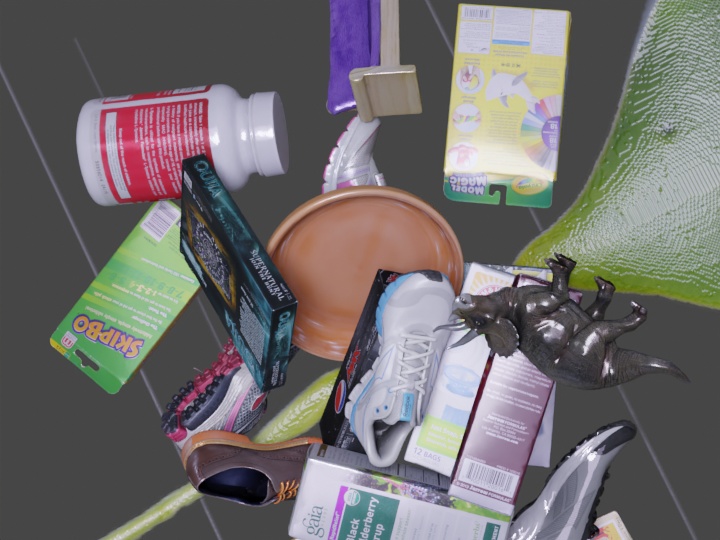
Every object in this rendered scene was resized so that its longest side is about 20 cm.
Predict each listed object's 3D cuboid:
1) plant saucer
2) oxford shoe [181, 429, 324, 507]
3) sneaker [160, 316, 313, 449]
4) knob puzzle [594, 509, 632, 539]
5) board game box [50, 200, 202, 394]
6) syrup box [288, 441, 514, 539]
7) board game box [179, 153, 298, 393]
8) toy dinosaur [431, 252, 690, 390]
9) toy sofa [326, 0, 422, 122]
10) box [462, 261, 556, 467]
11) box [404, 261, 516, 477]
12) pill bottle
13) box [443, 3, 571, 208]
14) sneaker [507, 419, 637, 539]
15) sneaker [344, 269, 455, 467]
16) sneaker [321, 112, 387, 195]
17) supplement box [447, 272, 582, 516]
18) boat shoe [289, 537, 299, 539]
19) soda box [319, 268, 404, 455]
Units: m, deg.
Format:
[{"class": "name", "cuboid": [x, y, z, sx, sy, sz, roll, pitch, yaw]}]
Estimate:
[{"class": "plant saucer", "cuboid": [0.000, 0.000, 1.279, 0.200, 0.037, 0.200, -4, 123, -6]}, {"class": "oxford shoe", "cuboid": [-0.078, 0.212, 1.313, 0.200, 0.073, 0.071, 6, 115, -17]}, {"class": "sneaker", "cuboid": [-0.114, 0.110, 1.352, 0.200, 0.081, 0.075, -45, 118, -3]}, {"class": "knob puzzle", "cuboid": [0.212, 0.365, 1.321, 0.219, 0.030, 0.220, 0, 89, 7]}, {"class": "board game box", "cuboid": [-0.233, 0.026, 1.387, 0.096, 0.030, 0.200, 39, 90, 7]}, {"class": "syrup box", "cuboid": [0.038, 0.230, 1.246, 0.200, 0.081, 0.079, 14, 95, 1]}, {"class": "board game box", "cuboid": [-0.122, 0.003, 1.264, 0.028, 0.135, 0.200, -19, 57, -23]}, {"class": "toy dinosaur", "cuboid": [0.170, 0.051, 1.075, 0.200, 0.077, 0.102, 28, 103, -2]}, {"class": "toy sofa", "cuboid": [0.009, -0.254, 1.305, 0.098, 0.083, 0.200, -3, 67, 5]}, {"class": "box", "cuboid": [0.132, 0.093, 1.334, 0.136, 0.038, 0.200, 5, 89, 7]}, {"class": "box", "cuboid": [0.127, 0.101, 1.264, 0.112, 0.101, 0.200, 20, 91, 6]}, {"class": "pill bottle", "cuboid": [-0.178, -0.130, 1.341, 0.200, 0.112, 0.112, -5, 88, 7]}, {"class": "box", "cuboid": [0.148, -0.165, 1.336, 0.117, 0.048, 0.200, 6, 87, 7]}, {"class": "sneaker", "cuboid": [0.212, 0.232, 1.300, 0.079, 0.074, 0.200, 38, 96, 15]}, {"class": "sneaker", "cuboid": [0.044, 0.094, 1.189, 0.075, 0.087, 0.200, 8, 120, -13]}, {"class": "sneaker", "cuboid": [0.004, -0.061, 1.339, 0.088, 0.081, 0.200, 10, 96, 3]}, {"class": "supplement box", "cuboid": [0.135, 0.105, 1.157, 0.061, 0.109, 0.200, 18, 90, 5]}, {"class": "boat shoe", "cuboid": [-0.038, 0.294, 1.332, 0.200, 0.074, 0.069, -34, 79, 4]}, {"class": "soda box", "cuboid": [0.020, 0.101, 1.284, 0.063, 0.071, 0.200, 12, 121, -16]}]
